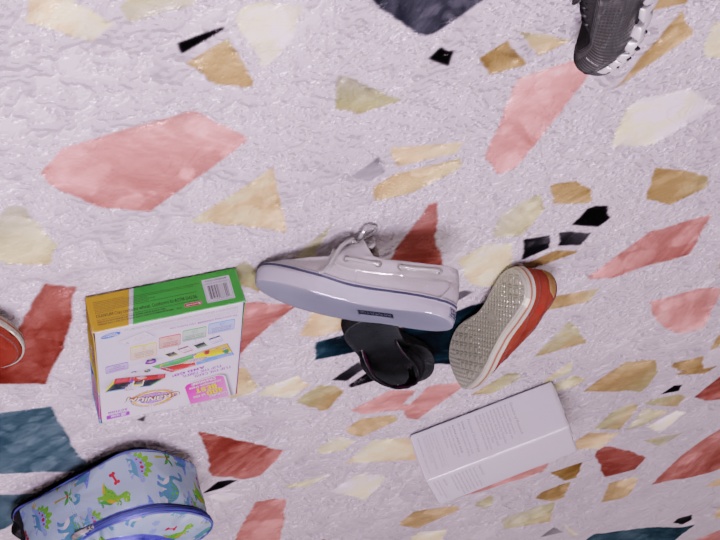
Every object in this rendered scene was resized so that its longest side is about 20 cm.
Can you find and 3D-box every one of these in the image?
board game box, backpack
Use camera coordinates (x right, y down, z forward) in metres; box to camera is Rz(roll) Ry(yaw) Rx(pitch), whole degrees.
[{"bbox_3d":[-0.197,0.079,1.575,0.152,0.041,0.200,-11,151,-14],"label":"board game box"},{"bbox_3d":[-0.275,0.306,1.815,0.199,0.148,0.183,-33,151,19],"label":"backpack"}]

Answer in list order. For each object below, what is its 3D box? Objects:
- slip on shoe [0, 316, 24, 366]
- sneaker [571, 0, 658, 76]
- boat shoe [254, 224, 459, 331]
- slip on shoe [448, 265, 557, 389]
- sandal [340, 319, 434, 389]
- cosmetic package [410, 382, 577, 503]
[{"bbox_3d":[-0.389,0.067,1.403,0.074,0.062,0.199,-38,148,28],"label":"slip on shoe"},{"bbox_3d":[0.199,-0.228,1.258,0.090,0.067,0.200,9,154,-13],"label":"sneaker"},{"bbox_3d":[0.000,-0.002,1.524,0.200,0.087,0.075,8,159,11],"label":"boat shoe"},{"bbox_3d":[0.158,0.067,1.742,0.061,0.074,0.200,-4,143,-32],"label":"slip on shoe"},{"bbox_3d":[0.031,0.099,1.740,0.075,0.048,0.200,-25,150,11],"label":"sandal"},{"bbox_3d":[0.173,0.225,2.023,0.199,0.074,0.102,-22,152,2],"label":"cosmetic package"}]
